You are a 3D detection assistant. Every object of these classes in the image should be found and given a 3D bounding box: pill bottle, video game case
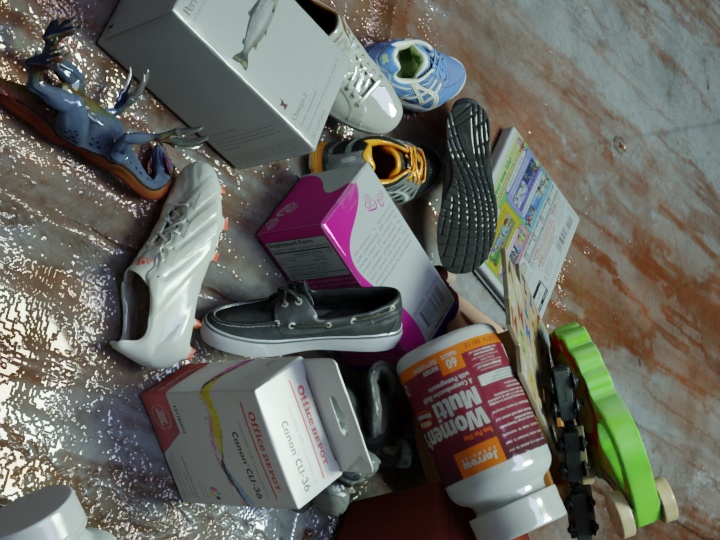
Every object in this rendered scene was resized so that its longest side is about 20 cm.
[{"bbox_3d":[-0.228,0.278,0.967,0.111,0.110,0.201,-35,109,-44],"label":"pill bottle"},{"bbox_3d":[0.204,-0.051,1.552,0.182,0.022,0.201,48,53,-32],"label":"video game case"},{"bbox_3d":[0.120,0.162,1.181,0.109,0.109,0.201,-8,71,-47],"label":"pill bottle"}]

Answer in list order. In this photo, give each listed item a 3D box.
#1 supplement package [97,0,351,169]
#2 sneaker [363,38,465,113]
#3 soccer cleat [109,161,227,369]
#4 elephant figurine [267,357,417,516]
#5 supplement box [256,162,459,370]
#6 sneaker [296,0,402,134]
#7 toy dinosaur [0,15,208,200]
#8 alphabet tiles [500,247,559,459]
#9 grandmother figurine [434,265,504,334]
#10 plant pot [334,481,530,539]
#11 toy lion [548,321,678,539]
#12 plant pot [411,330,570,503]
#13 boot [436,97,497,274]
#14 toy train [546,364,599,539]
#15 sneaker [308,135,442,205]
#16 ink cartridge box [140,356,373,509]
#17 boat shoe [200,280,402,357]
[{"bbox_3d":[-0.125,-0.207,1.147,0.200,0.117,0.117,42,57,-35],"label":"supplement package"},{"bbox_3d":[0.064,-0.224,1.385,0.199,0.077,0.076,-10,90,-49],"label":"sneaker"},{"bbox_3d":[-0.175,-0.011,1.103,0.077,0.069,0.201,22,71,-40],"label":"soccer cleat"},{"bbox_3d":[-0.016,0.148,1.224,0.200,0.141,0.156,-35,154,-54],"label":"elephant figurine"},{"bbox_3d":[0.000,0.000,1.263,0.200,0.103,0.101,57,49,-27],"label":"supplement box"},{"bbox_3d":[-0.026,-0.214,1.252,0.200,0.085,0.073,41,80,-20],"label":"sneaker"},{"bbox_3d":[-0.238,-0.129,1.069,0.105,0.199,0.182,-106,-179,-51],"label":"toy dinosaur"},{"bbox_3d":[0.178,0.076,1.262,0.200,0.008,0.168,61,23,-46],"label":"alphabet tiles"},{"bbox_3d":[0.101,0.042,1.398,0.200,0.060,0.122,44,25,-36],"label":"grandmother figurine"},{"bbox_3d":[0.077,0.327,1.245,0.200,0.199,0.177,29,52,-41],"label":"plant pot"},{"bbox_3d":[0.253,0.155,1.278,0.068,0.200,0.193,-19,107,-4],"label":"toy lion"},{"bbox_3d":[0.142,0.172,1.332,0.200,0.139,0.201,-14,90,-74],"label":"plant pot"},{"bbox_3d":[0.129,-0.101,1.421,0.132,0.069,0.201,-57,153,-81],"label":"boot"},{"bbox_3d":[0.220,0.193,1.257,0.046,0.034,0.201,-78,159,-76],"label":"toy train"},{"bbox_3d":[0.034,-0.113,1.336,0.199,0.077,0.079,-9,89,-49],"label":"sneaker"},{"bbox_3d":[-0.093,0.143,1.067,0.067,0.199,0.117,-33,108,-45],"label":"ink cartridge box"},{"bbox_3d":[-0.053,0.040,1.162,0.199,0.070,0.067,3,120,-11],"label":"boat shoe"}]
